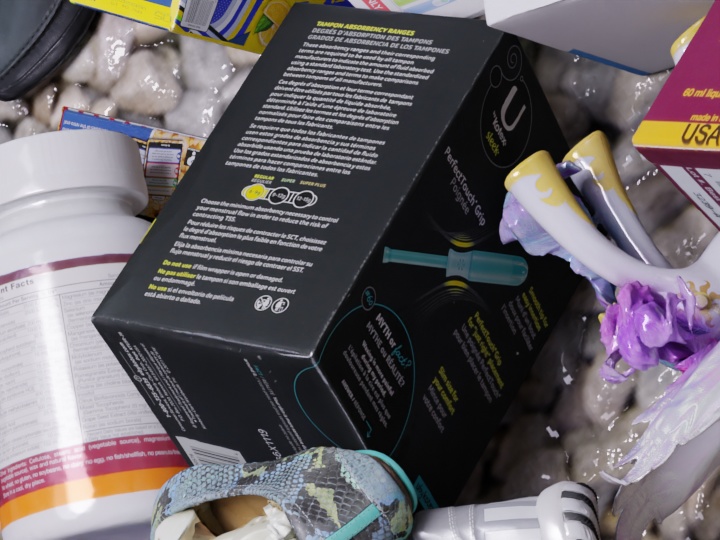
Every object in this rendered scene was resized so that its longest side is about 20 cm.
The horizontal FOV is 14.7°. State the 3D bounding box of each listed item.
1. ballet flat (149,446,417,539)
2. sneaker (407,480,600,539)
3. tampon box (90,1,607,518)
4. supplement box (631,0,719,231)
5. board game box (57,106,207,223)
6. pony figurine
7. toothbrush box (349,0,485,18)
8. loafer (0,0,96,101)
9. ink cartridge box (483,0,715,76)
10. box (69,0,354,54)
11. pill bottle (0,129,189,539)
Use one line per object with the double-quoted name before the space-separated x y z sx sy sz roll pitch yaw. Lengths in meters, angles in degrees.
"ballet flat" -0.054 0.122 1.244 0.200 0.074 0.074 -27 67 55
"sneaker" 0.052 0.175 1.258 0.115 0.075 0.200 -2 126 4
"tampon box" 0.000 0.000 1.285 0.126 0.150 0.200 9 54 34
"supplement box" 0.214 -0.097 1.134 0.086 0.110 0.200 7 60 54
"board game box" -0.110 0.025 1.471 0.151 0.046 0.200 14 93 35
"pony figurine" 0.156 0.017 1.227 0.193 0.167 0.200 -38 78 -7
"toothbrush box" 0.020 -0.233 1.311 0.086 0.146 0.200 -18 49 31
"loafer" -0.167 -0.184 1.522 0.068 0.070 0.201 42 108 31
"ink cartridge box" 0.141 -0.212 1.266 0.146 0.147 0.200 -15 75 33
"box" -0.047 -0.137 1.354 0.070 0.200 0.064 19 95 34
"pill bottle" -0.139 0.038 1.394 0.109 0.110 0.200 -20 74 31
